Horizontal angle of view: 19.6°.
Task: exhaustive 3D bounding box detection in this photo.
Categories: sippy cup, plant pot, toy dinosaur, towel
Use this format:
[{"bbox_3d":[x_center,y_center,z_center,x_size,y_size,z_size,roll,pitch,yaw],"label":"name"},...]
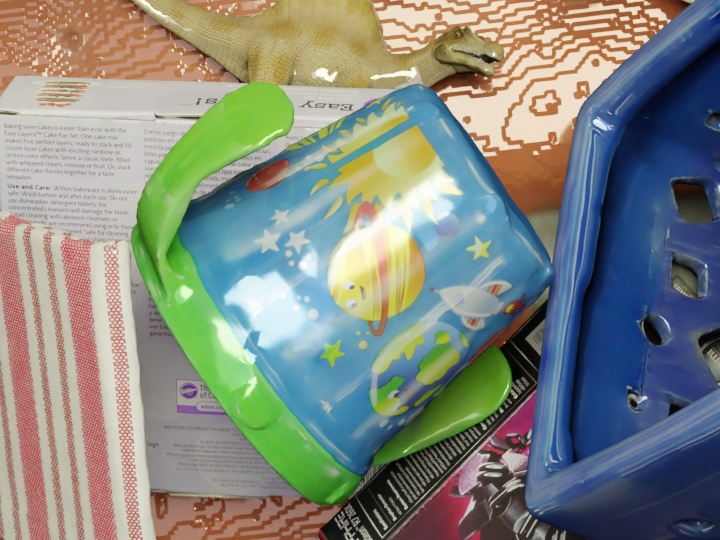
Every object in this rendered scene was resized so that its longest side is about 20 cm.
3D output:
[{"bbox_3d":[0.000,0.000,0.818,0.130,0.178,0.140,-36,80,6],"label":"sippy cup"},{"bbox_3d":[0.193,0.006,0.775,0.179,0.200,0.201,22,58,-18],"label":"plant pot"},{"bbox_3d":[-0.035,-0.088,0.955,0.198,0.058,0.102,13,79,9],"label":"toy dinosaur"},{"bbox_3d":[-0.143,0.044,0.881,0.030,0.199,0.148,-16,109,-37],"label":"towel"}]

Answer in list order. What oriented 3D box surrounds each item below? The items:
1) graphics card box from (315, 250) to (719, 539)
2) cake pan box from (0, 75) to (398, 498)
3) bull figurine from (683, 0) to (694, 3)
[{"bbox_3d":[0.094,0.091,0.919,0.200,0.051,0.125,-45,116,1],"label":"graphics card box"},{"bbox_3d":[-0.058,0.010,0.917,0.198,0.052,0.186,1,117,4],"label":"cake pan box"},{"bbox_3d":[0.186,-0.151,0.928,0.198,0.065,0.122,-12,94,6],"label":"bull figurine"}]
